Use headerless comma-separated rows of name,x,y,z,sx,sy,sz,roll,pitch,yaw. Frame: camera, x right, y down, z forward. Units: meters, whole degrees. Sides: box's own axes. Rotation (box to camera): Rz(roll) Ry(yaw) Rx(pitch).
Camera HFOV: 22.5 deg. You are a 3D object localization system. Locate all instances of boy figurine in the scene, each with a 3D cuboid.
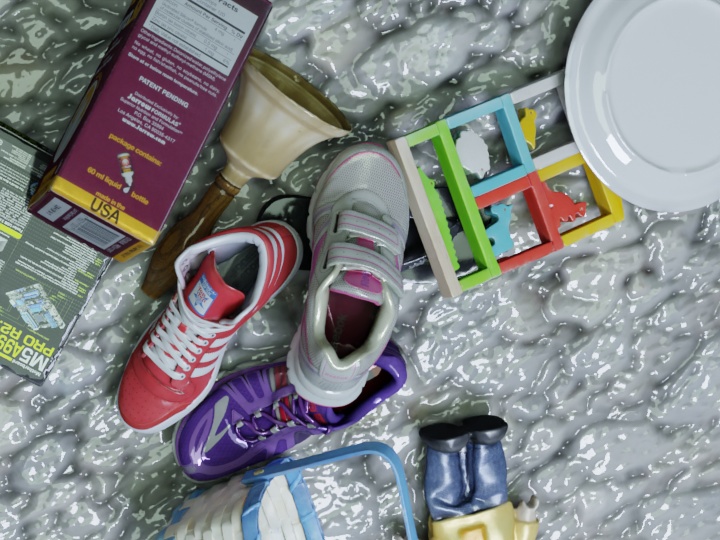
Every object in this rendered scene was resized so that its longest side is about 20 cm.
boy figurine,0.089,0.223,1.478,0.123,0.064,0.202,-7,98,-14

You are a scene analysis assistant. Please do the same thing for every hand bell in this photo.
hand bell,-0.104,-0.059,1.386,0.104,0.104,0.201,33,104,-16

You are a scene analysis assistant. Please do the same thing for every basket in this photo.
basket,-0.046,0.225,1.396,0.198,0.139,0.178,-8,106,20

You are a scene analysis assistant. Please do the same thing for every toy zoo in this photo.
toy zoo,0.129,-0.076,1.432,0.199,0.020,0.132,-23,96,-22

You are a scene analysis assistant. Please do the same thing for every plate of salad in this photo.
plate of salad,0.248,-0.148,1.456,0.198,0.048,0.202,-2,95,-22

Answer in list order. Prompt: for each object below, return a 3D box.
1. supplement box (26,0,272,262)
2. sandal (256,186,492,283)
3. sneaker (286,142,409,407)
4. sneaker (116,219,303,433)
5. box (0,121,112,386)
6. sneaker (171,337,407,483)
supplement box,-0.154,-0.118,1.313,0.085,0.110,0.201,28,75,-15
sandal,0.018,-0.024,1.428,0.198,0.043,0.077,-3,101,-12
sneaker,0.000,0.000,1.352,0.081,0.088,0.202,9,80,-12
sneaker,-0.126,0.042,1.359,0.071,0.112,0.200,39,97,7
box,-0.289,-0.030,1.359,0.199,0.044,0.161,29,93,-15
sneaker,-0.055,0.104,1.414,0.199,0.083,0.081,-28,104,-5
